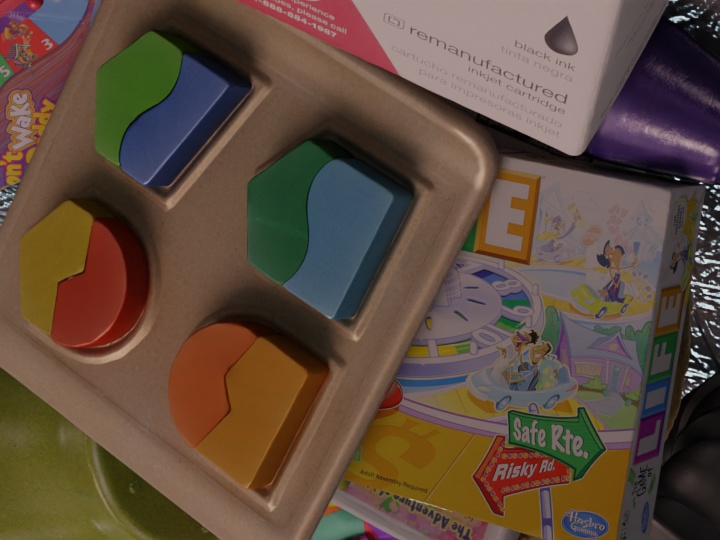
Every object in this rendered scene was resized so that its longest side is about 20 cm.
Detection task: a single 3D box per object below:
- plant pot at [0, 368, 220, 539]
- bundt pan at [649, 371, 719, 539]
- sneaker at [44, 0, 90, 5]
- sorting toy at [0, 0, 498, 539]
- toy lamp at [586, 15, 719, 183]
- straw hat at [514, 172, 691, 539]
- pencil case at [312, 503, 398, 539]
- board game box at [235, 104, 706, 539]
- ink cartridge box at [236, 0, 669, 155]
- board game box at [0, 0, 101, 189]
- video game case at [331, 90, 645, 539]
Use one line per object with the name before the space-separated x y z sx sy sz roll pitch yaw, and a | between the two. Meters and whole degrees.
plant pot | -0.146 0.080 1.123 0.192 0.201 0.200 -1 141 47
bundt pan | 0.129 0.118 0.855 0.076 0.202 0.202 40 156 2
sneaker | -0.164 -0.179 0.793 0.200 0.073 0.085 39 157 -15
sorting toy | -0.061 -0.008 0.794 0.185 0.201 0.036 34 -159 24
toy lamp | 0.047 -0.090 0.748 0.199 0.058 0.058 29 156 11
straw hat | 0.065 0.011 0.858 0.200 0.203 0.085 15 -168 30
pencil case | -0.001 0.108 1.061 0.088 0.089 0.200 27 -175 7
board game box | 0.023 0.016 0.786 0.199 0.136 0.034 13 -169 30
ink cartridge box | 0.032 -0.142 0.629 0.146 0.083 0.200 26 156 11
board game box | -0.174 -0.092 0.790 0.157 0.039 0.201 4 127 -20
video game case | 0.000 0.000 0.833 0.199 0.183 0.024 25 -163 27
